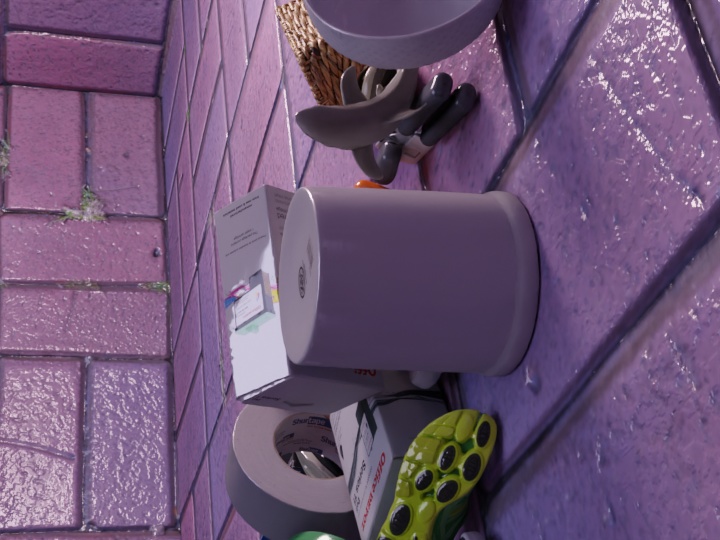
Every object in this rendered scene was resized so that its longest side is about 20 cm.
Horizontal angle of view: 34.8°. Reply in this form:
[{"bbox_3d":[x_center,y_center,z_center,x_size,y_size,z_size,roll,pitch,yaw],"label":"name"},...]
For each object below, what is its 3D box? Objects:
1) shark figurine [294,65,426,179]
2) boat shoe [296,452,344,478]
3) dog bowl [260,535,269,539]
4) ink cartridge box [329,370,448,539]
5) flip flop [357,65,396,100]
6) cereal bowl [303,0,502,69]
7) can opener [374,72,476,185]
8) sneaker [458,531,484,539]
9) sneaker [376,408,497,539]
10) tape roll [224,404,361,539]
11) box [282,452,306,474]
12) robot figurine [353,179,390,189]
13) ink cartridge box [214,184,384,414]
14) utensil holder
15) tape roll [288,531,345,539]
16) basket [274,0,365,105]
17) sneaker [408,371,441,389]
[{"bbox_3d":[0.038,-0.181,1.154,0.089,0.128,0.215,-2,46,49],"label":"shark figurine"},{"bbox_3d":[-0.011,0.259,1.402,0.200,0.067,0.072,43,152,48],"label":"boat shoe"},{"bbox_3d":[-0.071,0.336,1.540,0.201,0.110,0.050,114,167,-52],"label":"dog bowl"},{"bbox_3d":[0.034,0.179,1.233,0.201,0.082,0.148,-110,27,-50],"label":"ink cartridge box"},{"bbox_3d":[0.018,-0.201,1.297,0.200,0.057,0.082,-30,-55,-77],"label":"flip flop"},{"bbox_3d":[0.044,-0.266,1.096,0.084,0.197,0.202,74,-175,-57],"label":"cereal bowl"},{"bbox_3d":[0.061,-0.140,1.219,0.200,0.053,0.068,142,148,-69],"label":"can opener"},{"bbox_3d":[0.061,0.338,1.069,0.076,0.112,0.203,-126,41,-64],"label":"sneaker"},{"bbox_3d":[0.071,0.213,1.104,0.202,0.074,0.083,-64,-17,19],"label":"sneaker"},{"bbox_3d":[-0.054,0.223,1.323,0.201,0.198,0.067,-108,25,-49],"label":"tape roll"},{"bbox_3d":[-0.080,0.258,1.602,0.201,0.078,0.143,114,162,-52],"label":"box"},{"bbox_3d":[0.001,-0.001,1.319,0.144,0.115,0.202,-119,36,-50],"label":"robot figurine"},{"bbox_3d":[-0.062,0.033,1.167,0.083,0.144,0.203,-24,65,35],"label":"ink cartridge box"},{"bbox_3d":[0.037,0.009,1.042,0.170,0.197,0.173,-178,90,-74],"label":"utensil holder"},{"bbox_3d":[-0.017,0.371,1.224,0.048,0.199,0.201,-44,-16,-40],"label":"tape roll"},{"bbox_3d":[-0.007,-0.280,1.469,0.144,0.148,0.201,63,-179,-34],"label":"basket"},{"bbox_3d":[0.044,0.023,1.190,0.078,0.098,0.203,138,132,-67],"label":"sneaker"}]
